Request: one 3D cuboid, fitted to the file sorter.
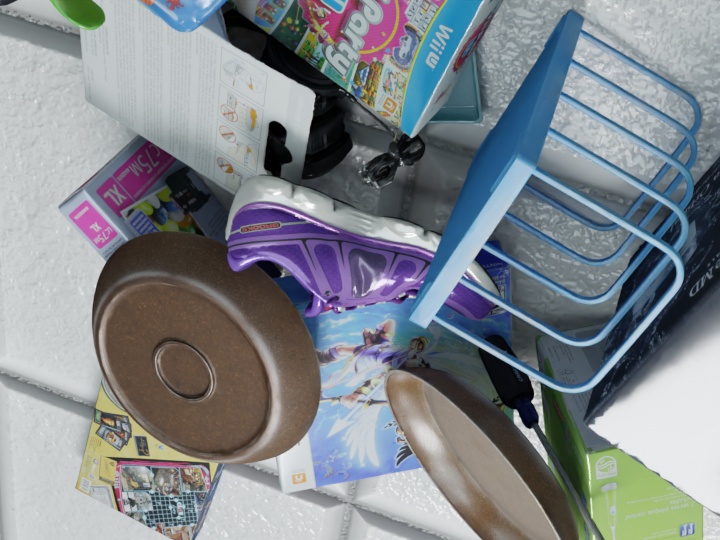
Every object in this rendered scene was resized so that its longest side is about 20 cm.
[{"bbox_3d":[0.134,-0.043,0.759,0.122,0.201,0.139,30,129,-3],"label":"file sorter"}]

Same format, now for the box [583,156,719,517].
[{"bbox_3d":[0.254,0.011,0.740,0.117,0.200,0.197,33,128,-1],"label":"box"}]

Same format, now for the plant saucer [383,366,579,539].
[{"bbox_3d":[0.091,0.145,0.855,0.200,0.032,0.201,46,162,20],"label":"plant saucer"}]

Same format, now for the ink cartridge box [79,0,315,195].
[{"bbox_3d":[-0.112,-0.139,0.849,0.199,0.050,0.163,30,148,9],"label":"ink cartridge box"}]

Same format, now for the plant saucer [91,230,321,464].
[{"bbox_3d":[-0.124,0.068,0.882,0.198,0.035,0.202,13,123,20],"label":"plant saucer"}]

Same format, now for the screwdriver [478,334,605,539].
[{"bbox_3d":[0.128,0.120,0.833,0.029,0.201,0.028,28,116,-37],"label":"screwdriver"}]

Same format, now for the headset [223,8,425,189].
[{"bbox_3d":[-0.046,-0.113,0.850,0.199,0.094,0.124,22,134,24],"label":"headset"}]

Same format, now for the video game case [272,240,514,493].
[{"bbox_3d":[0.022,0.079,0.930,0.198,0.046,0.183,-10,124,-5],"label":"video game case"}]

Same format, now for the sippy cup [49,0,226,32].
[{"bbox_3d":[-0.117,-0.221,0.713,0.130,0.140,0.177,45,155,-15],"label":"sippy cup"}]

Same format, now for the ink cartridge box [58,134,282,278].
[{"bbox_3d":[-0.136,-0.010,0.945,0.042,0.120,0.200,-30,107,32],"label":"ink cartridge box"}]

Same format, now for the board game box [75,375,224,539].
[{"bbox_3d":[-0.197,0.170,1.148,0.135,0.035,0.201,27,128,5],"label":"board game box"}]

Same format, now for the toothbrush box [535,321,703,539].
[{"bbox_3d":[0.195,0.161,0.891,0.085,0.146,0.202,-10,120,-2],"label":"toothbrush box"}]

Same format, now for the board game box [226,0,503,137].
[{"bbox_3d":[-0.005,-0.207,0.769,0.199,0.064,0.148,36,135,6],"label":"board game box"}]

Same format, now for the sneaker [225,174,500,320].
[{"bbox_3d":[0.000,0.000,0.829,0.198,0.081,0.084,18,87,-6],"label":"sneaker"}]

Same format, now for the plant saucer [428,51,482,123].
[{"bbox_3d":[0.042,-0.195,0.809,0.069,0.019,0.202,3,124,21],"label":"plant saucer"}]

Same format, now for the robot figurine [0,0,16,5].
[{"bbox_3d":[-0.263,-0.280,0.818,0.198,0.126,0.150,-12,140,29],"label":"robot figurine"}]
